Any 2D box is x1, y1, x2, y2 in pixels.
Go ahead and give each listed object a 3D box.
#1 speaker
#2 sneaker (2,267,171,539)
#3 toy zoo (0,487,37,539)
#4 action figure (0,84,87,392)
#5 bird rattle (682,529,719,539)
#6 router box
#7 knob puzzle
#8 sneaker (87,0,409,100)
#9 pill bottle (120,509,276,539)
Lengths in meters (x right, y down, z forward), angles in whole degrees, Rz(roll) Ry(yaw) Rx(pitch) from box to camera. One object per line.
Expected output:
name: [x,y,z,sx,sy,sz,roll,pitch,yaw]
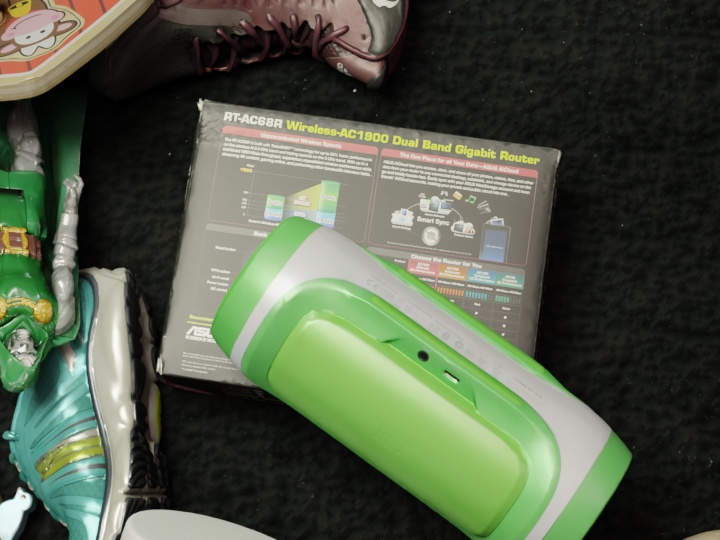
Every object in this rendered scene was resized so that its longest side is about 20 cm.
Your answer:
speaker: [0.028,0.059,0.776,0.199,0.088,0.089,35,79,6]
sneaker: [-0.144,0.097,0.844,0.079,0.078,0.201,-9,67,8]
toy zoo: [-0.270,0.138,0.853,0.199,0.020,0.132,-10,77,-2]
action figure: [-0.183,-0.028,0.837,0.117,0.055,0.201,1,60,-25]
bird rattle: [0.210,0.203,0.820,0.162,0.113,0.202,0,90,12]
router box: [0.000,0.000,0.864,0.198,0.062,0.151,9,79,2]
knob puzzle: [-0.188,-0.153,0.856,0.218,0.031,0.220,-11,40,9]
sneaker: [-0.044,-0.130,0.890,0.200,0.076,0.116,-37,83,-9]
pill bottle: [-0.090,0.224,0.757,0.113,0.114,0.201,17,95,4]
